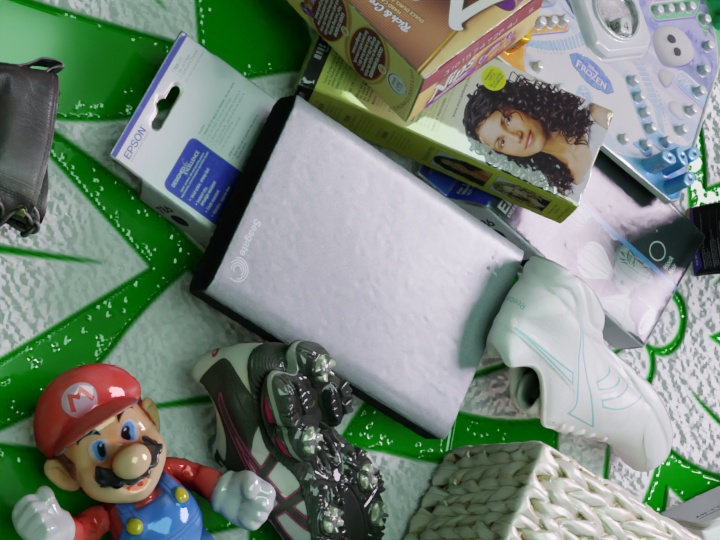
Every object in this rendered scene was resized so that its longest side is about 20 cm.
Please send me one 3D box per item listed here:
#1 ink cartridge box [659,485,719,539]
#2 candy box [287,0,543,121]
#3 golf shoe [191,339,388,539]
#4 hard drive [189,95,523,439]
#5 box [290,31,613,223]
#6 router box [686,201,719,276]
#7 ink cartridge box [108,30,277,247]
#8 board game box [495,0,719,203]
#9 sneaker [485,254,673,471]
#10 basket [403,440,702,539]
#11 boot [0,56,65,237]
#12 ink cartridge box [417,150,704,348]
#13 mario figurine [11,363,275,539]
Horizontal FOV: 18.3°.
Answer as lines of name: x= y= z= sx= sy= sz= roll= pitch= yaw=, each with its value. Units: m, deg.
ink cartridge box: x=0.314 y=0.237 z=1.573 sx=0.145 sy=0.083 sz=0.201 roll=-23 pitch=97 yaw=-16
candy box: x=0.007 y=-0.203 z=1.423 sx=0.117 sy=0.057 sz=0.200 roll=-36 pitch=74 yaw=-28
golf shoe: x=-0.041 y=0.127 z=1.411 sx=0.077 sy=0.088 sz=0.201 roll=-45 pitch=131 yaw=-44
hard drive: x=0.000 y=0.000 z=1.419 sx=0.200 sy=0.033 sz=0.140 roll=33 pitch=72 yaw=-27
box: x=0.059 y=-0.106 z=1.458 sx=0.199 sy=0.050 sz=0.076 roll=22 pitch=73 yaw=-4
router box: x=0.351 y=-0.035 z=1.565 sx=0.199 sy=0.157 sz=0.053 roll=-6 pitch=88 yaw=-16
ink cartridge box: x=-0.066 y=-0.055 z=1.428 sx=0.200 sy=0.039 sz=0.100 roll=38 pitch=70 yaw=-23
board game box: x=0.178 y=-0.179 z=1.548 sx=0.200 sy=0.026 sz=0.201 roll=37 pitch=53 yaw=-21
sneaker: x=0.141 y=0.078 z=1.498 sx=0.080 sy=0.070 sz=0.200 roll=-50 pitch=128 yaw=-16
basket: x=0.133 y=0.206 z=1.460 sx=0.200 sy=0.135 sz=0.124 roll=31 pitch=69 yaw=-23
boot: x=-0.263 y=-0.058 z=1.302 sx=0.174 sy=0.069 sz=0.201 roll=22 pitch=73 yaw=-25
ink cartridge box: x=0.140 y=-0.044 z=1.532 sx=0.200 sy=0.039 sz=0.100 roll=39 pitch=69 yaw=-20
mario figurine: x=-0.126 y=0.146 z=1.335 sx=0.201 sy=0.106 sz=0.124 roll=62 pitch=32 yaw=-18
